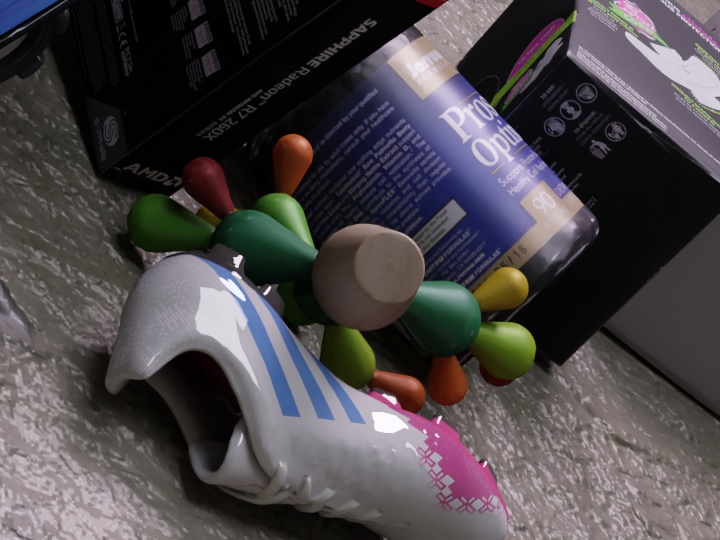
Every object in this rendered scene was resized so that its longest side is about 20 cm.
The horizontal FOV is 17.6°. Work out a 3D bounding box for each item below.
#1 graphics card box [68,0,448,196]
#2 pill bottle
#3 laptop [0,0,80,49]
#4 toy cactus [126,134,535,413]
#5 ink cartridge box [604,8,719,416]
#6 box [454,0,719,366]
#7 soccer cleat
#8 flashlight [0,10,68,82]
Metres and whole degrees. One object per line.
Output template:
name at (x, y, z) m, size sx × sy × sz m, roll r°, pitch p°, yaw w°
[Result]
graphics card box at (-0.049, -0.135, 1.065) m, size 0.051 × 0.200 × 0.126 m, roll 18°, pitch 48°, yaw -47°
pill bottle at (0.015, -0.055, 1.165) m, size 0.200 × 0.112 × 0.112 m, roll 47°, pitch 26°, yaw 1°
laptop at (-0.159, -0.163, 0.960) m, size 0.177 × 0.103 × 0.200 m, roll -36°, pitch 73°, yaw -29°
toy cactus at (0.000, 0.000, 1.035) m, size 0.200 × 0.102 × 0.165 m, roll 31°, pitch -11°, yaw -9°
ink cartridge box at (0.234, -0.033, 1.419) m, size 0.145 × 0.147 × 0.200 m, roll 36°, pitch 28°, yaw -19°
box at (0.119, -0.074, 1.305) m, size 0.124 × 0.149 × 0.200 m, roll 38°, pitch 27°, yaw -11°
soccer cleat at (-0.026, 0.077, 0.982) m, size 0.200 × 0.070 × 0.086 m, roll 39°, pitch 47°, yaw -16°
flashlight at (-0.212, -0.169, 1.055) m, size 0.068 × 0.068 × 0.200 m, roll -15°, pitch 59°, yaw -50°
